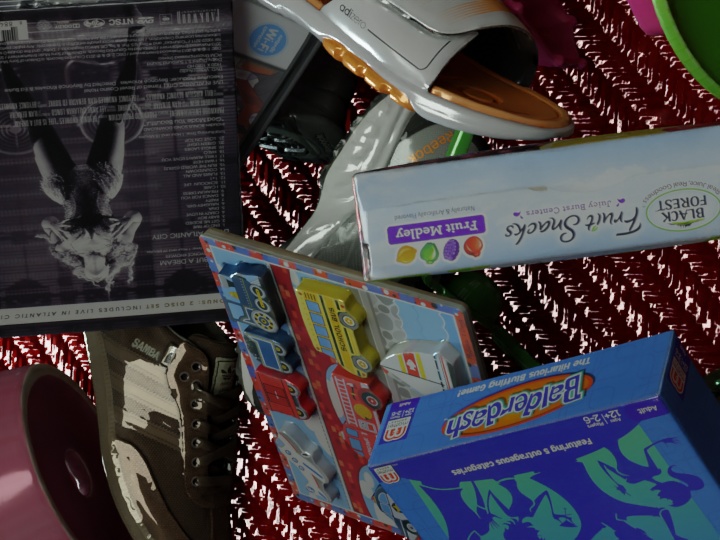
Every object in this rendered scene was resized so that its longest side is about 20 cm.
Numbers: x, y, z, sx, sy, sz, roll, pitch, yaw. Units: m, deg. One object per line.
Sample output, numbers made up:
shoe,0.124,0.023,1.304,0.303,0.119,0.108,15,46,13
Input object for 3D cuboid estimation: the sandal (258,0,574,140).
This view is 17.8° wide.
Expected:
sandal,0.014,-0.124,1.042,0.206,0.079,0.059,35,114,27

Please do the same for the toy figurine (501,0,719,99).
toy figurine,0.133,-0.159,1.062,0.184,0.200,0.150,2,129,51

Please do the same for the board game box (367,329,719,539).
board game box,0.119,0.127,1.052,0.152,0.045,0.200,-17,124,32

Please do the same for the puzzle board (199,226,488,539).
puzzle board,0.005,0.071,1.133,0.150,0.017,0.200,17,143,31

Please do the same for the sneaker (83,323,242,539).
sneaker,-0.098,0.072,1.244,0.075,0.070,0.200,-23,80,30

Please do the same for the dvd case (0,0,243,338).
dvd case,-0.133,-0.049,1.123,0.016,0.148,0.200,-100,8,-50

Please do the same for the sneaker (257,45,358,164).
sneaker,-0.073,-0.114,1.230,0.200,0.076,0.091,13,77,37

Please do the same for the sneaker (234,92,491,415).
sneaker,0.000,0.000,1.181,0.079,0.074,0.200,35,114,10

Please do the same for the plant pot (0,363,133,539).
plant pot,-0.229,0.143,1.270,0.179,0.200,0.200,-25,78,14

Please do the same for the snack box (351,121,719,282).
snack box,0.099,-0.033,1.028,0.199,0.142,0.053,-7,91,2

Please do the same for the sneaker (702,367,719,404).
sneaker,0.184,0.068,1.052,0.200,0.089,0.077,-30,76,30

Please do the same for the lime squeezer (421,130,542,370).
lime squeezer,0.062,-0.006,1.128,0.200,0.070,0.038,72,164,-8

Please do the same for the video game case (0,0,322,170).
video game case,-0.141,-0.081,1.122,0.200,0.180,0.026,-54,27,31
